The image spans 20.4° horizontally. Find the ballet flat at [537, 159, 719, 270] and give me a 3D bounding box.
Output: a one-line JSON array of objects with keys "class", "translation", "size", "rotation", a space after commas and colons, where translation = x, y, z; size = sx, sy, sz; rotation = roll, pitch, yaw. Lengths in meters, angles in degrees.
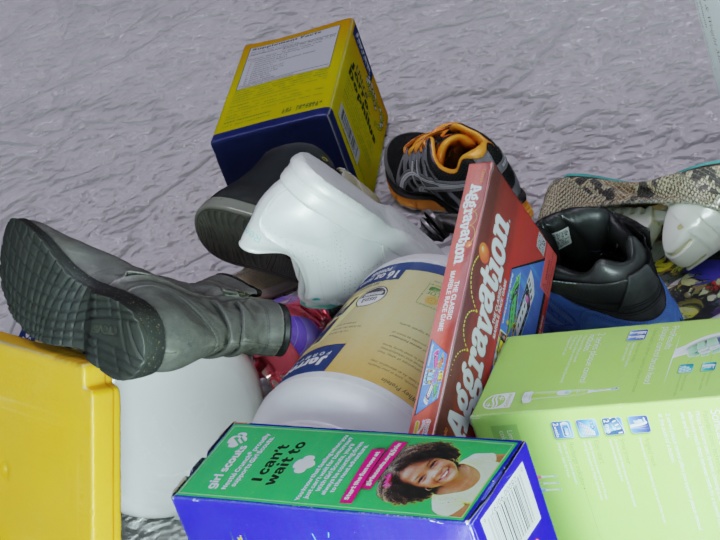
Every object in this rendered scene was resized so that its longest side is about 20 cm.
[{"class": "ballet flat", "translation": [0.207, -0.033, 1.405], "size": [0.200, 0.068, 0.075], "rotation": [-2, 53, 42]}]

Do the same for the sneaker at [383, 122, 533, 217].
[{"class": "sneaker", "translation": [0.075, -0.089, 1.651], "size": [0.078, 0.077, 0.200], "rotation": [-31, 28, -17]}]

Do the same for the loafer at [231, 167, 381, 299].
[{"class": "loafer", "translation": [-0.058, -0.021, 1.586], "size": [0.076, 0.068, 0.200], "rotation": [-31, 3, 45]}]

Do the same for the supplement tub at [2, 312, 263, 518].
[{"class": "supplement tub", "translation": [-0.170, 0.079, 1.438], "size": [0.144, 0.145, 0.200], "rotation": [-30, 29, -17]}]

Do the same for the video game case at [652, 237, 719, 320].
[{"class": "video game case", "translation": [0.204, 0.027, 1.394], "size": [0.181, 0.036, 0.200], "rotation": [-26, 27, -8]}]

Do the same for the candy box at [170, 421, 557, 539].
[{"class": "candy box", "translation": [0.014, 0.176, 1.106], "size": [0.200, 0.169, 0.077], "rotation": [0, 31, 34]}]

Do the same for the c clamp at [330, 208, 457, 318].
[{"class": "c clamp", "translation": [0.015, 0.015, 1.517], "size": [0.200, 0.027, 0.171], "rotation": [-36, 31, 1]}]

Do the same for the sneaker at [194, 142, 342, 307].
[{"class": "sneaker", "translation": [-0.015, -0.039, 1.497], "size": [0.200, 0.075, 0.106], "rotation": [20, 46, 20]}]

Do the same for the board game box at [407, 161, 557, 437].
[{"class": "board game box", "translation": [0.074, 0.046, 1.179], "size": [0.019, 0.103, 0.200], "rotation": [-6, 54, 30]}]

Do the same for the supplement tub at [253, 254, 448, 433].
[{"class": "supplement tub", "translation": [0.019, 0.098, 1.256], "size": [0.144, 0.145, 0.200], "rotation": [0, 33, 34]}]

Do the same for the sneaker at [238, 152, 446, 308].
[{"class": "sneaker", "translation": [0.000, 0.000, 1.374], "size": [0.089, 0.200, 0.075], "rotation": [-48, 34, 10]}]

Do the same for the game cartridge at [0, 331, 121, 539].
[{"class": "game cartridge", "translation": [-0.229, 0.133, 1.357], "size": [0.032, 0.177, 0.200], "rotation": [-8, 14, -44]}]

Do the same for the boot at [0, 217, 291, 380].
[{"class": "boot", "translation": [-0.144, 0.020, 1.326], "size": [0.131, 0.068, 0.200], "rotation": [-5, 25, -41]}]

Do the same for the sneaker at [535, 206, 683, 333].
[{"class": "sneaker", "translation": [0.137, -0.001, 1.332], "size": [0.077, 0.111, 0.200], "rotation": [-32, 29, -16]}]

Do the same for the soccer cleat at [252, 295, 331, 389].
[{"class": "soccer cleat", "translation": [-0.048, 0.042, 1.415], "size": [0.076, 0.067, 0.200], "rotation": [-33, 2, -10]}]

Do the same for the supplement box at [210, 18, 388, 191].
[{"class": "supplement box", "translation": [-0.050, -0.124, 1.764], "size": [0.109, 0.110, 0.200], "rotation": [-13, 29, 15]}]

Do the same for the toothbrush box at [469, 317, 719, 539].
[{"class": "toothbrush box", "translation": [0.182, 0.111, 1.138], "size": [0.200, 0.146, 0.086], "rotation": [-6, 30, 27]}]

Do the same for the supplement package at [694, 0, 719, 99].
[{"class": "supplement package", "translation": [0.355, -0.152, 1.449], "size": [0.147, 0.191, 0.200], "rotation": [-24, 27, -4]}]
